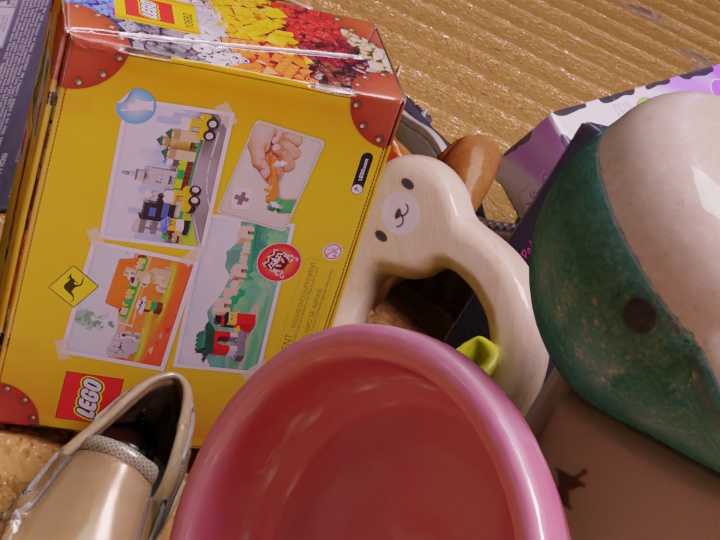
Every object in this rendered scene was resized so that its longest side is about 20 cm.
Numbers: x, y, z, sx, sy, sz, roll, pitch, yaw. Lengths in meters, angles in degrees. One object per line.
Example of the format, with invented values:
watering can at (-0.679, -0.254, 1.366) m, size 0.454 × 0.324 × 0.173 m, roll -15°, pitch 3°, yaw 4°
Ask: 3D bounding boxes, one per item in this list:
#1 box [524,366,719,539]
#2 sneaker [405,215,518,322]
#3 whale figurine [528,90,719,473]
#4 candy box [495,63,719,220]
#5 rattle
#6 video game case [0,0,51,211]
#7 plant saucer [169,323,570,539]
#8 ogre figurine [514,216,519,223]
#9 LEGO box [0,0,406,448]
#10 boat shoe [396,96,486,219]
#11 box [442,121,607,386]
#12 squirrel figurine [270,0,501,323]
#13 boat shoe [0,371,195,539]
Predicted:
box at (0.136, 0.143, 0.726) m, size 0.199 × 0.200 × 0.171 m, roll 29°, pitch 24°, yaw 5°
sneaker at (0.066, 0.008, 1.046) m, size 0.070 × 0.076 × 0.200 m, roll -10°, pitch 12°, yaw -39°
whale figurine at (0.138, 0.036, 0.617) m, size 0.200 × 0.104 × 0.159 m, roll 52°, pitch 29°, yaw -3°
candy box at (0.204, -0.030, 1.087) m, size 0.200 × 0.072 × 0.168 m, roll -19°, pitch 76°, yaw -38°
rattle at (0.000, 0.000, 0.818) m, size 0.143 × 0.130 × 0.201 m, roll -8°, pitch 85°, yaw -45°
video game case at (-0.150, -0.098, 0.962) m, size 0.019 × 0.143 × 0.200 m, roll 37°, pitch 26°, yaw 28°
plant saucer at (0.006, 0.122, 0.640) m, size 0.051 × 0.201 × 0.201 m, roll 13°, pitch 28°, yaw -41°
ogre figurine at (0.174, 0.003, 1.153) m, size 0.199 × 0.098 × 0.120 m, roll 11°, pitch 40°, yaw -10°
LEGO box at (-0.082, -0.021, 0.795) m, size 0.149 × 0.200 × 0.077 m, roll 10°, pitch 30°, yaw -16°
boat shoe at (0.051, -0.065, 1.186) m, size 0.063 × 0.073 × 0.200 m, roll 10°, pitch 26°, yaw -27°
box at (0.125, 0.039, 0.895) m, size 0.115 × 0.200 × 0.132 m, roll 40°, pitch 18°, yaw 23°
squirrel figurine at (-0.051, -0.056, 0.948) m, size 0.187 × 0.141 × 0.200 m, roll 51°, pitch 46°, yaw -26°
boat shoe at (-0.111, 0.099, 0.706) m, size 0.072 × 0.076 × 0.200 m, roll 26°, pitch 25°, yaw -5°
